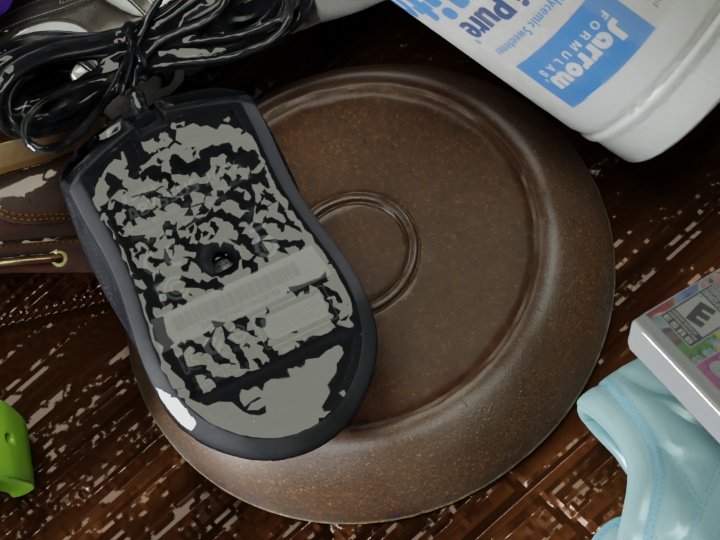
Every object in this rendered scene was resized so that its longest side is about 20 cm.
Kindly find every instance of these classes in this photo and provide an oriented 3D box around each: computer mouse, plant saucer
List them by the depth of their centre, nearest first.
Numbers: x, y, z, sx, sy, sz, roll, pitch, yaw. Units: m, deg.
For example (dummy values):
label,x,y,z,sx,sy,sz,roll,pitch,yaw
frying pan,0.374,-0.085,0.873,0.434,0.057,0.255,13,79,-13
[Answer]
label,x,y,z,sx,sy,sz,roll,pitch,yaw
computer mouse,-0.054,-0.013,1.143,0.138,0.053,0.201,-20,68,-7
plant saucer,0.000,0.000,1.179,0.199,0.035,0.202,-5,64,10

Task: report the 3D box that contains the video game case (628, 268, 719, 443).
label,x,y,z,sx,sy,sz,roll,pitch,yaw
video game case,0.217,0.025,1.088,0.199,0.018,0.143,-29,60,-25

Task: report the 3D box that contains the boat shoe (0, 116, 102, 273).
label,x,y,z,sx,sy,sz,roll,pitch,yaw
boat shoe,-0.190,-0.010,1.207,0.199,0.070,0.071,-11,103,14

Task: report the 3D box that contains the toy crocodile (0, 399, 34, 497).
label,x,y,z,sx,sy,sz,roll,pitch,yaw
toy crocodile,-0.222,0.101,1.171,0.199,0.062,0.068,-28,62,4

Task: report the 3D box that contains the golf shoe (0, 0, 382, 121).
label,x,y,z,sx,sy,sz,roll,pitch,yaw
golf shoe,-0.070,-0.101,1.225,0.199,0.078,0.095,-2,69,22

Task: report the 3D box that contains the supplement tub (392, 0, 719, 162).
label,x,y,z,sx,sy,sz,roll,pitch,yaw
supplement tub,0.059,-0.147,1.132,0.199,0.132,0.132,34,73,-12

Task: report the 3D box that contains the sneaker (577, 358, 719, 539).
label,x,y,z,sx,sy,sz,roll,pitch,yaw
sneaker,0.126,0.118,1.077,0.081,0.074,0.201,-19,52,9

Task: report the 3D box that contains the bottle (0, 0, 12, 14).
label,x,y,z,sx,sy,sz,roll,pitch,yaw
bottle,-0.201,-0.108,1.204,0.199,0.084,0.065,-30,35,13
